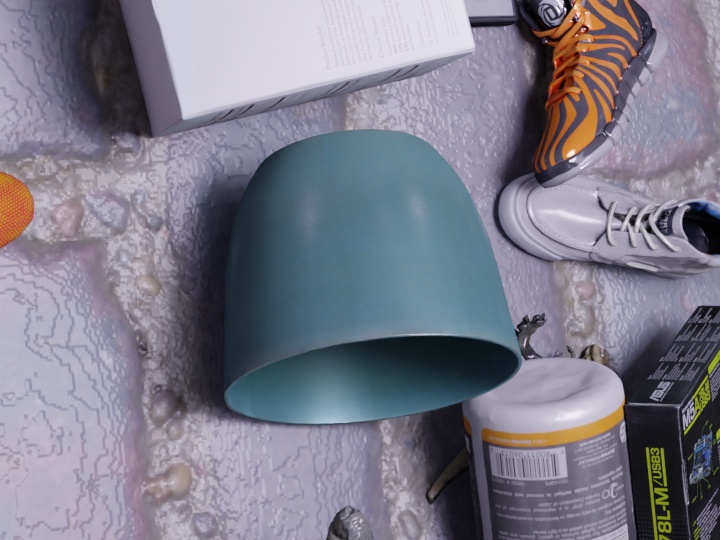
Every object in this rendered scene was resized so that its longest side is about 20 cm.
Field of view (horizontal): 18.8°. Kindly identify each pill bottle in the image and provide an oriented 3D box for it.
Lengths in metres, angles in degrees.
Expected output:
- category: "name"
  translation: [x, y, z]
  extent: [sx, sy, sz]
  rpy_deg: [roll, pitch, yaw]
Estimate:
- category: "pill bottle"
  translation: [0.139, 0.172, 1.561]
  extent: [0.116, 0.116, 0.200]
  rpy_deg: [-20, 112, -33]

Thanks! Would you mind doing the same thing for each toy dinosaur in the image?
- category: "toy dinosaur"
  translation: [0.116, 0.087, 1.621]
  extent: [0.200, 0.047, 0.088]
  rpy_deg: [-30, 106, -28]

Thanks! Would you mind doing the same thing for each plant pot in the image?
- category: "plant pot"
  translation: [0.000, 0.000, 1.476]
  extent: [0.201, 0.201, 0.161]
  rpy_deg: [6, 68, -32]

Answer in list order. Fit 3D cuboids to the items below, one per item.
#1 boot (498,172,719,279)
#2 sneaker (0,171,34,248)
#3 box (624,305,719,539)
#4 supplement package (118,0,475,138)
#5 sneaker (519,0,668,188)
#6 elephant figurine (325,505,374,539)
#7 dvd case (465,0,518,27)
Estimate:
- category: "boot"
  translation: [0.210, -0.039, 1.667]
  extent: [0.200, 0.096, 0.074]
  rpy_deg: [9, 78, -31]
- category: "sneaker"
  translation: [-0.293, -0.041, 1.360]
  extent: [0.200, 0.077, 0.073]
  rpy_deg: [2, 81, -34]
- category: "box"
  translation: [0.252, 0.149, 1.619]
  extent: [0.200, 0.048, 0.193]
  rpy_deg: [-42, 126, -58]
- category: "supplement package"
  translation: [-0.052, -0.188, 1.454]
  extent: [0.200, 0.151, 0.152]
  rpy_deg: [-14, 92, -12]
- category: "sneaker"
  translation: [0.156, -0.155, 1.656]
  extent: [0.112, 0.078, 0.200]
  rpy_deg: [49, 44, -19]
- category: "elephant figurine"
  translation: [0.031, 0.257, 1.484]
  extent: [0.141, 0.155, 0.200]
  rpy_deg: [5, 89, -10]
- category: "dvd case"
  translation: [0.027, -0.251, 1.626]
  extent: [0.200, 0.018, 0.143]
  rpy_deg: [-6, 86, -33]
